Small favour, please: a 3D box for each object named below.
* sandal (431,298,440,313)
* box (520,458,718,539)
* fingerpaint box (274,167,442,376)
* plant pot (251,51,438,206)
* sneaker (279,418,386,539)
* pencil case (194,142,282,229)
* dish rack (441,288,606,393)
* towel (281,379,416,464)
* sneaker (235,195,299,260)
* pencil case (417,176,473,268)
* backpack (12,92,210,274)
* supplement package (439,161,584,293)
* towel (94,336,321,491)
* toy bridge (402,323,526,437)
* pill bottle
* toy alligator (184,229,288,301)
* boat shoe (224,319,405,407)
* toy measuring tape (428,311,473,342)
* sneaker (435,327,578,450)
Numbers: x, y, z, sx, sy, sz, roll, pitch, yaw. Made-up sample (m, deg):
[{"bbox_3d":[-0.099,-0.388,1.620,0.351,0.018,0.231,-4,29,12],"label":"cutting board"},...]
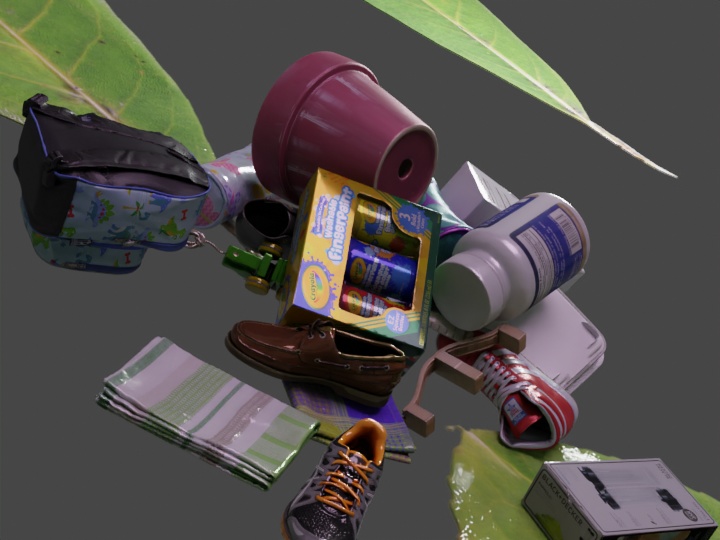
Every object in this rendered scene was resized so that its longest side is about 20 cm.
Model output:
[{"bbox_3d":[0.127,0.050,1.813,0.199,0.045,0.075,31,26,8],"label":"sandal"},{"bbox_3d":[0.290,0.271,1.540,0.199,0.060,0.117,4,34,-40],"label":"box"},{"bbox_3d":[0.000,0.000,1.608,0.166,0.073,0.201,20,54,-13],"label":"fingerpaint box"},{"bbox_3d":[-0.009,-0.156,1.741,0.179,0.201,0.199,29,23,33],"label":"plant pot"},{"bbox_3d":[-0.021,0.212,1.336,0.078,0.077,0.200,27,27,-3],"label":"sneaker"},{"bbox_3d":[-0.166,-0.114,1.795,0.090,0.084,0.200,10,19,21],"label":"pencil case"},{"bbox_3d":[0.217,0.068,1.766,0.200,0.044,0.171,47,50,10],"label":"dish rack"},{"bbox_3d":[-0.022,0.133,1.543,0.143,0.023,0.200,16,28,-24],"label":"towel"},{"bbox_3d":[-0.058,-0.037,1.705,0.199,0.075,0.106,11,-9,-5],"label":"sneaker"},{"bbox_3d":[0.081,-0.082,1.808,0.092,0.085,0.200,-18,45,-10],"label":"pencil case"},{"bbox_3d":[-0.284,-0.088,1.559,0.199,0.148,0.183,6,31,-29],"label":"backpack"},{"bbox_3d":[0.191,-0.036,1.900,0.200,0.114,0.110,33,21,-26],"label":"supplement package"},{"bbox_3d":[-0.149,0.137,1.385,0.199,0.031,0.149,25,26,9],"label":"towel"},{"bbox_3d":[0.113,0.118,1.609,0.067,0.027,0.200,27,47,31],"label":"toy bridge"},{"bbox_3d":[0.181,-0.007,1.687,0.120,0.120,0.200,38,45,23],"label":"pill bottle"},{"bbox_3d":[-0.124,-0.002,1.671,0.199,0.060,0.054,20,-19,1],"label":"toy alligator"},{"bbox_3d":[-0.047,0.084,1.507,0.199,0.068,0.072,17,29,-18],"label":"boat shoe"},{"bbox_3d":[0.039,0.055,1.687,0.199,0.074,0.074,25,26,2],"label":"toy measuring tape"},{"bbox_3d":[0.167,0.141,1.653,0.199,0.071,0.112,34,23,8],"label":"sneaker"}]
